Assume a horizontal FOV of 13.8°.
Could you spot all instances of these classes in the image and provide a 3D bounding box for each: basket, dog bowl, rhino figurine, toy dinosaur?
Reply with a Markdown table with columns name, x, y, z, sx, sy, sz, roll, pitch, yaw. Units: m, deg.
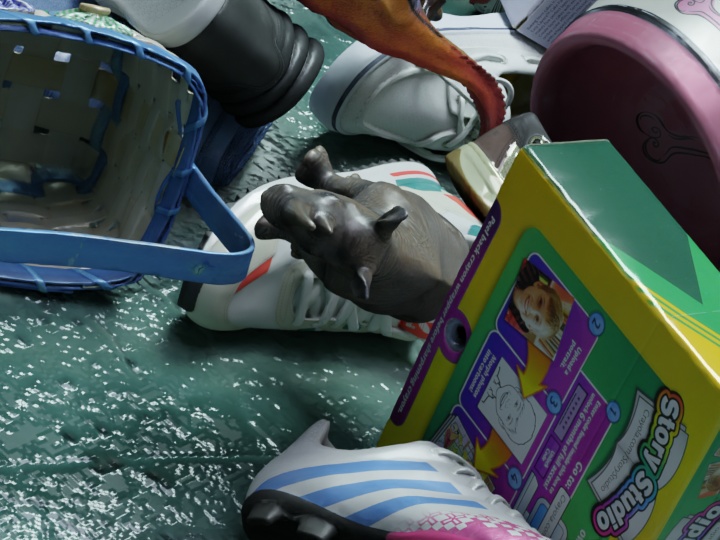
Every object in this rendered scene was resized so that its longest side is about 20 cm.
| name | x | y | z | sx | sy | sz | roll | pitch | yaw |
| --- | --- | --- | --- | --- | --- | --- | --- | --- | --- |
| basket | -0.158 | -0.053 | 1.407 | 0.176 | 0.139 | 0.200 | 7 | 29 | -26 |
| dog bowl | 0.170 | -0.065 | 1.605 | 0.074 | 0.200 | 0.200 | -28 | 58 | -28 |
| rhino figurine | 0.001 | -0.015 | 1.374 | 0.087 | 0.060 | 0.200 | 32 | 3 | 13 |
| toy dinosaur | 0.001 | -0.153 | 1.522 | 0.181 | 0.105 | 0.200 | -20 | 78 | -54 |

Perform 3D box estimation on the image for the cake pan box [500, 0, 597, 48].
| name | x | y | z | sx | sy | sz | roll | pitch | yaw |
| --- | --- | --- | --- | --- | --- | --- | --- | --- | --- |
| cake pan box | 0.209 | -0.182 | 1.731 | 0.184 | 0.200 | 0.052 | 25 | 29 | -36 |

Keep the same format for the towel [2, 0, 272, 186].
| name | x | y | z | sx | sy | sz | roll | pitch | yaw |
| --- | --- | --- | --- | --- | --- | --- | --- | --- | --- |
| towel | -0.145 | -0.112 | 1.581 | 0.200 | 0.049 | 0.112 | 28 | 33 | 2 |

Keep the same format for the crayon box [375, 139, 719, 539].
| name | x | y | z | sx | sy | sz | roll | pitch | yaw |
| --- | --- | --- | --- | --- | --- | --- | --- | --- | --- |
| crayon box | 0.100 | 0.072 | 1.352 | 0.058 | 0.200 | 0.173 | -6 | 45 | -37 |

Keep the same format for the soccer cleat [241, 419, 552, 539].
| name | x | y | z | sx | sy | sz | roll | pitch | yaw |
| --- | --- | --- | --- | --- | --- | --- | --- | --- | --- |
| soccer cleat | 0.043 | 0.114 | 1.325 | 0.200 | 0.070 | 0.086 | 16 | 47 | 25 |

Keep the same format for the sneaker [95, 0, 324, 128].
| name | x | y | z | sx | sy | sz | roll | pitch | yaw |
| --- | --- | --- | --- | --- | --- | --- | --- | --- | --- |
| sneaker | -0.082 | -0.132 | 1.558 | 0.099 | 0.071 | 0.200 | 43 | 4 | -28 |

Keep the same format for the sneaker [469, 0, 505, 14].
| name | x | y | z | sx | sy | sz | roll | pitch | yaw |
| --- | --- | --- | --- | --- | --- | --- | --- | --- | --- |
| sneaker | 0.154 | -0.176 | 1.838 | 0.200 | 0.078 | 0.082 | -5 | 46 | -38 |

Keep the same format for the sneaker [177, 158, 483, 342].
| name | x | y | z | sx | sy | sz | roll | pitch | yaw |
| --- | --- | --- | --- | --- | --- | --- | --- | --- | --- |
| sneaker | 0.000 | 0.000 | 1.501 | 0.093 | 0.070 | 0.200 | 38 | 32 | 28 |

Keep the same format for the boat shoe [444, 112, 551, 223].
| name | x | y | z | sx | sy | sz | roll | pitch | yaw |
| --- | --- | --- | --- | --- | --- | --- | --- | --- | --- |
| boat shoe | 0.125 | -0.002 | 1.556 | 0.201 | 0.066 | 0.072 | 50 | -1 | 19 |

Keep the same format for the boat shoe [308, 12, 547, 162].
| name | x | y | z | sx | sy | sz | roll | pitch | yaw |
| --- | --- | --- | --- | --- | --- | --- | --- | --- | --- |
| boat shoe | 0.058 | -0.092 | 1.674 | 0.086 | 0.075 | 0.202 | 45 | 28 | 22 |
